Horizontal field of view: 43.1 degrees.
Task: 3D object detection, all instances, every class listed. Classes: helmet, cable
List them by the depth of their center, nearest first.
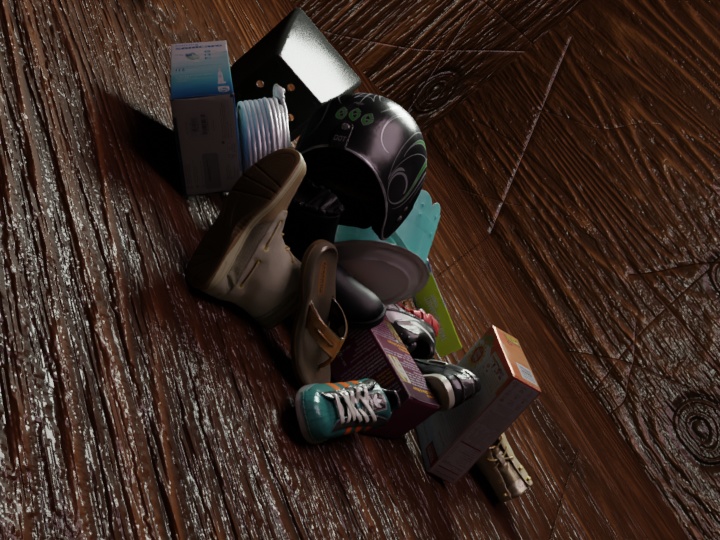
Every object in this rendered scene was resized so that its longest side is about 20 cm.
[{"bbox_3d":[0.001,-0.147,1.265,0.200,0.200,0.191,48,39,-13],"label":"helmet"},{"bbox_3d":[-0.139,-0.147,1.308,0.200,0.069,0.200,-104,-164,-53],"label":"cable"}]

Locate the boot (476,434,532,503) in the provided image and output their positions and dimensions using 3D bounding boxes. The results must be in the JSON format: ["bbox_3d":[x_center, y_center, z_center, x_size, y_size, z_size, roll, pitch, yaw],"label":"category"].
[{"bbox_3d":[0.218,0.288,1.460,0.156,0.073,0.200,60,-13,18],"label":"boot"}]

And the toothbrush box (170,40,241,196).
[{"bbox_3d":[-0.215,-0.216,1.271,0.200,0.085,0.147,-105,-168,-54],"label":"toothbrush box"}]

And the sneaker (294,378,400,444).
[{"bbox_3d":[-0.012,0.161,1.098,0.200,0.080,0.071,9,65,-70],"label":"sneaker"}]

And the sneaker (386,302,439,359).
[{"bbox_3d":[0.044,0.090,1.454,0.200,0.071,0.098,26,38,-26],"label":"sneaker"}]

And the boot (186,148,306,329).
[{"bbox_3d":[-0.103,-0.036,1.116,0.072,0.200,0.155,30,-5,43],"label":"boot"}]

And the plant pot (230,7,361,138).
[{"bbox_3d":[-0.146,-0.358,1.790,0.200,0.199,0.177,47,26,-16],"label":"plant pot"}]

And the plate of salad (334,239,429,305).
[{"bbox_3d":[0.000,0.000,1.332,0.200,0.200,0.048,37,44,-45],"label":"plate of salad"}]

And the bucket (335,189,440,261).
[{"bbox_3d":[0.022,-0.052,1.452,0.207,0.207,0.135,36,60,-47],"label":"bucket"}]

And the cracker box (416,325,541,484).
[{"bbox_3d":[0.166,0.197,1.341,0.058,0.200,0.134,31,22,-21],"label":"cracker box"}]

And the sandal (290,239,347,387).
[{"bbox_3d":[-0.043,0.063,1.126,0.054,0.200,0.080,10,9,26],"label":"sandal"}]

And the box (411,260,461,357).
[{"bbox_3d":[0.114,0.041,1.604,0.122,0.048,0.200,-113,180,-57],"label":"box"}]

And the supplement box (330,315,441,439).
[{"bbox_3d":[0.013,0.127,1.275,0.110,0.086,0.200,29,27,-59],"label":"supplement box"}]

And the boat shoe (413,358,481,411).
[{"bbox_3d":[0.101,0.164,1.352,0.200,0.068,0.072,4,-68,62],"label":"boat shoe"}]

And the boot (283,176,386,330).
[{"bbox_3d":[-0.048,-0.026,1.192,0.198,0.163,0.073,27,42,19],"label":"boot"}]

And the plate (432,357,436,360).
[{"bbox_3d":[0.071,0.114,1.599,0.200,0.032,0.200,36,22,-46],"label":"plate"}]
